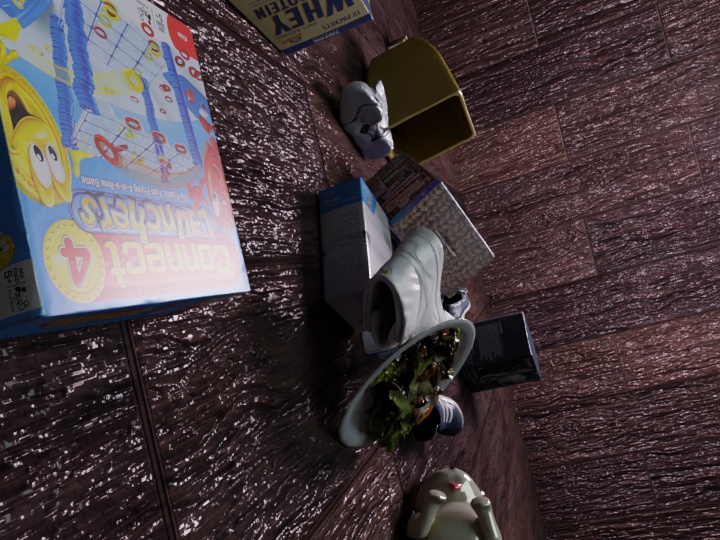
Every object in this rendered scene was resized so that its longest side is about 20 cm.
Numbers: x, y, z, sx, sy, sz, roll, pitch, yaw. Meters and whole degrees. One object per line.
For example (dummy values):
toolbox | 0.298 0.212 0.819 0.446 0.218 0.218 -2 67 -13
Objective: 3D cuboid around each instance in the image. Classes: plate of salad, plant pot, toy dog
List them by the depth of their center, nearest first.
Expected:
plate of salad | 0.061 0.136 0.681 0.048 0.199 0.200 48 1 31
toy dog | 0.127 0.362 0.804 0.204 0.135 0.198 -87 169 -47
plant pot | 0.113 -0.373 1.310 0.194 0.191 0.205 36 32 -65

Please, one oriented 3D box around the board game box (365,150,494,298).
board game box | 0.102 -0.081 0.979 0.160 0.096 0.201 48 5 -28

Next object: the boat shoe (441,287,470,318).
boat shoe | 0.231 0.075 1.513 0.200 0.073 0.064 -45 130 -62

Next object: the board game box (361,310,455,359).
board game box | 0.092 0.106 0.912 0.200 0.123 0.036 34 43 -67

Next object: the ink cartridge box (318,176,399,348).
ink cartridge box | 0.000 0.000 0.794 0.116 0.066 0.206 48 32 -55

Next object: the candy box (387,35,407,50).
candy box | 0.137 -0.565 1.764 0.117 0.055 0.205 -71 142 -62

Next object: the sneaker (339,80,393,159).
sneaker | 0.005 -0.290 1.057 0.200 0.073 0.118 51 27 -65

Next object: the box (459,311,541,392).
box | 0.358 0.219 1.593 0.200 0.191 0.127 49 30 -54

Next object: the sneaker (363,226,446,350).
sneaker | 0.047 0.065 0.698 0.115 0.072 0.205 -43 137 -40

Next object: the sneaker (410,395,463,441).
sneaker | 0.111 0.240 0.966 0.200 0.073 0.086 46 30 -42

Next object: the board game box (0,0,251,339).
board game box | -0.153 -0.073 0.359 0.199 0.054 0.202 -7 82 -74

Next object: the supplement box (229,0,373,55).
supplement box | -0.090 -0.409 0.721 0.199 0.130 0.206 10 66 -72

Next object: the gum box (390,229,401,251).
gum box | 0.044 0.016 0.972 0.200 0.043 0.175 40 38 -65
